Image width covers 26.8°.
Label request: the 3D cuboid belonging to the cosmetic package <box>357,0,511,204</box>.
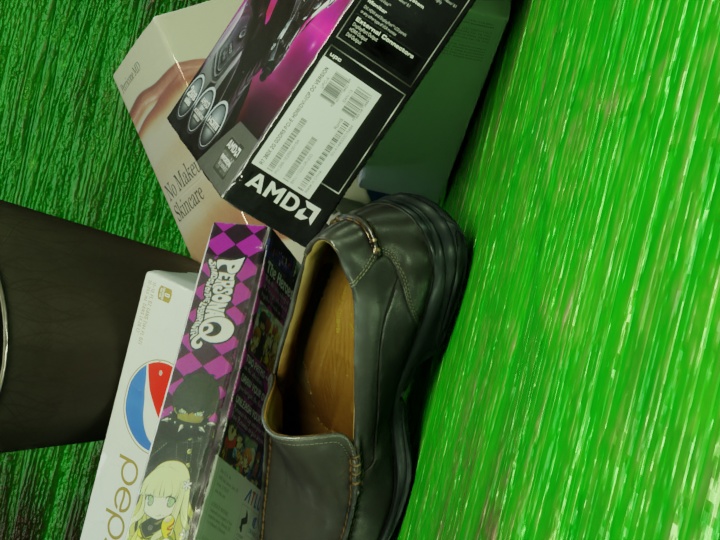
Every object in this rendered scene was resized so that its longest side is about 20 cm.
[{"bbox_3d":[0.046,-0.159,0.790,0.151,0.052,0.200,111,171,-57],"label":"cosmetic package"}]

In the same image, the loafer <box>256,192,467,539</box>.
[{"bbox_3d":[-0.018,0.063,0.652,0.072,0.073,0.201,-8,-64,-50],"label":"loafer"}]

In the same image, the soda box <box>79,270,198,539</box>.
[{"bbox_3d":[-0.095,0.105,0.817,0.064,0.068,0.201,2,-75,-54],"label":"soda box"}]

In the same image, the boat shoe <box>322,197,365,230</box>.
[{"bbox_3d":[0.000,0.000,0.785,0.200,0.072,0.063,-126,52,-79],"label":"boat shoe"}]

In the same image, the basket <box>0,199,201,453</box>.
[{"bbox_3d":[-0.178,0.034,0.854,0.200,0.180,0.136,12,-64,-53],"label":"basket"}]

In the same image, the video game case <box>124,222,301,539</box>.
[{"bbox_3d":[-0.045,0.100,0.745,0.200,0.036,0.182,53,-134,-60],"label":"video game case"}]

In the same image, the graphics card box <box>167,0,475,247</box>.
[{"bbox_3d":[-0.002,-0.120,0.655,0.200,0.051,0.125,-56,27,9],"label":"graphics card box"}]

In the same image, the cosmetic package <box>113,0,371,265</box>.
[{"bbox_3d":[-0.065,-0.058,0.923,0.200,0.087,0.103,66,153,6],"label":"cosmetic package"}]

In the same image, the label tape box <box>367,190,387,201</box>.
[{"bbox_3d":[0.005,-0.076,1.019,0.200,0.066,0.144,-88,12,-80],"label":"label tape box"}]
